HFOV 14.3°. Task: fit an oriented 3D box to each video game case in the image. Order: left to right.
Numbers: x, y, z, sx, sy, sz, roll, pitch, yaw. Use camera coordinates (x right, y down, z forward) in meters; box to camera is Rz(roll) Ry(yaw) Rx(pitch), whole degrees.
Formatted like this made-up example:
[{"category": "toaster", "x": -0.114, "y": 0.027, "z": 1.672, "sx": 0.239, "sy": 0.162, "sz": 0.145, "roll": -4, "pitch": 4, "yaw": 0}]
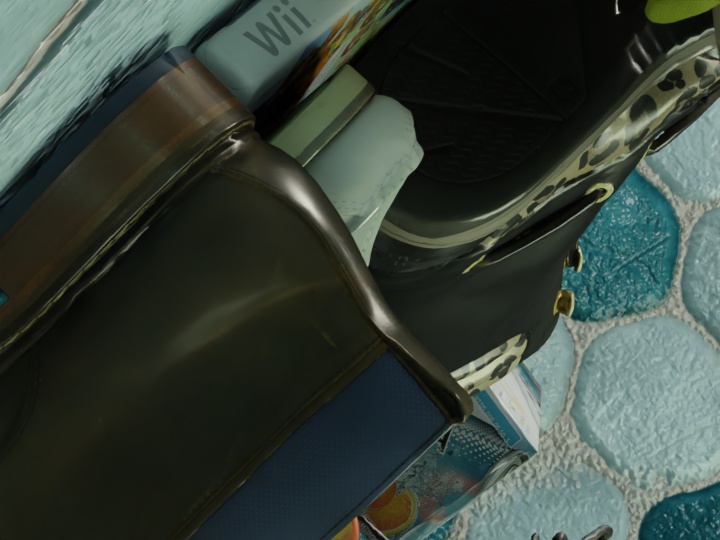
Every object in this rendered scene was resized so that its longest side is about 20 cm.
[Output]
[{"category": "video game case", "x": -0.008, "y": -0.055, "z": 0.729, "sx": 0.200, "sy": 0.018, "sz": 0.143, "roll": -45, "pitch": 176, "yaw": -44}]

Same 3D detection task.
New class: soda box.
[{"category": "soda box", "x": 0.020, "y": 0.043, "z": 0.998, "sx": 0.063, "sy": 0.069, "sz": 0.200, "roll": -36, "pitch": -179, "yaw": 6}]

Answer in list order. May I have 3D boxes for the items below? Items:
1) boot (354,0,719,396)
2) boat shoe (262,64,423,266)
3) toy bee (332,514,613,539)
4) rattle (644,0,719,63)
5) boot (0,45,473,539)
[{"category": "boot", "x": 0.058, "y": -0.043, "z": 0.789, "sx": 0.200, "sy": 0.073, "sz": 0.151, "roll": -42, "pitch": 167, "yaw": -28}, {"category": "boat shoe", "x": -0.023, "y": 0.023, "z": 0.692, "sx": 0.075, "sy": 0.068, "sz": 0.200, "roll": -45, "pitch": 175, "yaw": -34}, {"category": "toy bee", "x": -0.042, "y": 0.095, "z": 0.855, "sx": 0.199, "sy": 0.109, "sz": 0.131, "roll": -27, "pitch": 168, "yaw": -42}, {"category": "rattle", "x": 0.091, "y": -0.011, "z": 0.660, "sx": 0.142, "sy": 0.130, "sz": 0.201, "roll": -23, "pitch": 124, "yaw": -36}, {"category": "boot", "x": -0.068, "y": 0.059, "z": 0.599, "sx": 0.200, "sy": 0.097, "sz": 0.075, "roll": -49, "pitch": 176, "yaw": 16}]
